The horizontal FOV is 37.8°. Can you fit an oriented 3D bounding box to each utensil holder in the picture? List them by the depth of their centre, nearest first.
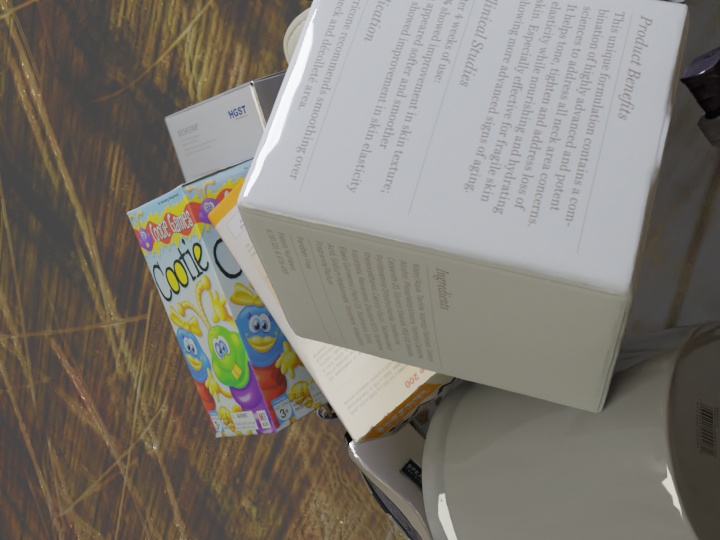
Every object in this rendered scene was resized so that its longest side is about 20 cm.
[{"bbox_3d":[0.166,0.132,0.684,0.199,0.169,0.173,-21,93,48],"label":"utensil holder"}]

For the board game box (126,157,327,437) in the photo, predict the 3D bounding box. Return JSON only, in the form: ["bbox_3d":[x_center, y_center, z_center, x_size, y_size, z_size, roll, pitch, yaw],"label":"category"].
[{"bbox_3d":[-0.094,0.021,0.864,0.104,0.102,0.203,-15,98,52],"label":"board game box"}]

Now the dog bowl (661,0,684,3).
[{"bbox_3d":[0.117,-0.230,0.571,0.196,0.059,0.204,6,116,12],"label":"dog bowl"}]

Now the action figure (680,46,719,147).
[{"bbox_3d":[0.252,-0.034,0.578,0.129,0.069,0.203,-13,102,45],"label":"action figure"}]

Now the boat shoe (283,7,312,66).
[{"bbox_3d":[0.016,-0.182,0.785,0.198,0.059,0.073,-7,114,52],"label":"boat shoe"}]

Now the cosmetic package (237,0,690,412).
[{"bbox_3d":[0.061,-0.046,0.585,0.196,0.170,0.167,13,156,14],"label":"cosmetic package"}]

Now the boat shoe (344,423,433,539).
[{"bbox_3d":[0.070,0.200,0.855,0.200,0.074,0.093,46,167,30],"label":"boat shoe"}]

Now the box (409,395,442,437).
[{"bbox_3d":[0.032,0.086,0.862,0.041,0.039,0.202,24,151,39],"label":"box"}]

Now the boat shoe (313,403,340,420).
[{"bbox_3d":[-0.027,0.097,0.962,0.200,0.071,0.074,-44,59,50],"label":"boat shoe"}]

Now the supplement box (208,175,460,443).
[{"bbox_3d":[0.000,0.000,0.738,0.126,0.073,0.201,-41,72,19],"label":"supplement box"}]

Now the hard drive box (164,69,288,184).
[{"bbox_3d":[-0.081,-0.065,0.950,0.154,0.076,0.204,-6,105,51],"label":"hard drive box"}]
